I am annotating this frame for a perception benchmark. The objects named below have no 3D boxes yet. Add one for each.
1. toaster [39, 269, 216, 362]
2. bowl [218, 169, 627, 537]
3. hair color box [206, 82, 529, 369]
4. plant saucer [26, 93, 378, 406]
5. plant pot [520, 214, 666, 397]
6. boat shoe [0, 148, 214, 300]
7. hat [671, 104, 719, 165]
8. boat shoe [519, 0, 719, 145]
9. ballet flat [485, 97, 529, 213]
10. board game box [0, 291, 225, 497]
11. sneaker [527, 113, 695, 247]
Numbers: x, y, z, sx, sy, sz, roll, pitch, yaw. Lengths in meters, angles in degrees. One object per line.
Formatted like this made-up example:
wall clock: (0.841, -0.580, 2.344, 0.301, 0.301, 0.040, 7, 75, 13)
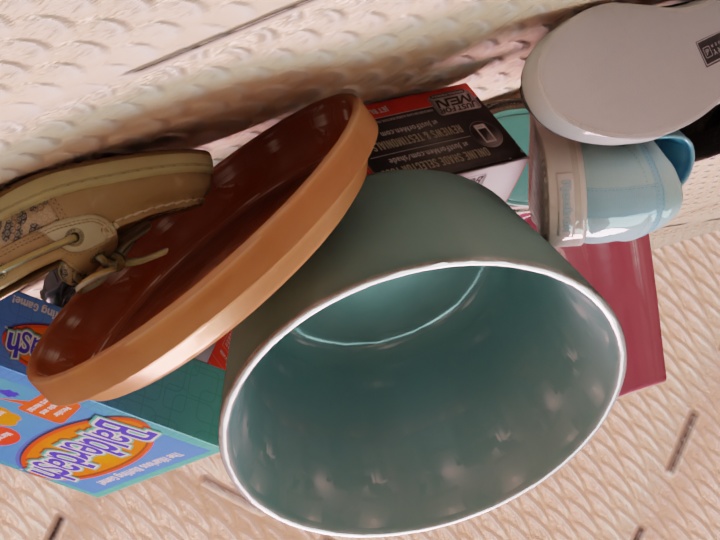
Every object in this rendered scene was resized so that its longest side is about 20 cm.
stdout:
toaster: (-0.103, 0.025, 1.685, 0.129, 0.114, 0.200, -19, 173, -15)
bowl: (0.019, 0.028, 1.430, 0.200, 0.105, 0.201, -10, 138, -9)
hair color box: (0.000, 0.000, 1.541, 0.101, 0.061, 0.200, -14, 145, -39)
plant saucer: (-0.069, -0.006, 1.363, 0.200, 0.032, 0.200, -37, -167, 10)
plant pot: (0.113, 0.008, 1.925, 0.199, 0.180, 0.200, -19, 176, -1)
boat shoe: (-0.158, -0.006, 1.374, 0.199, 0.063, 0.073, -19, 175, 3)
hat: (0.243, -0.086, 1.552, 0.200, 0.081, 0.201, -37, -166, 10)
boat shoe: (0.145, -0.099, 1.445, 0.200, 0.069, 0.057, -17, 177, -40)
ballet flat: (0.061, -0.062, 1.667, 0.199, 0.068, 0.075, -13, -162, -1)
board game box: (-0.184, 0.056, 1.518, 0.200, 0.045, 0.152, 21, 156, -25)
sneaker: (0.127, -0.054, 1.504, 0.082, 0.074, 0.200, 0, -159, 0)
